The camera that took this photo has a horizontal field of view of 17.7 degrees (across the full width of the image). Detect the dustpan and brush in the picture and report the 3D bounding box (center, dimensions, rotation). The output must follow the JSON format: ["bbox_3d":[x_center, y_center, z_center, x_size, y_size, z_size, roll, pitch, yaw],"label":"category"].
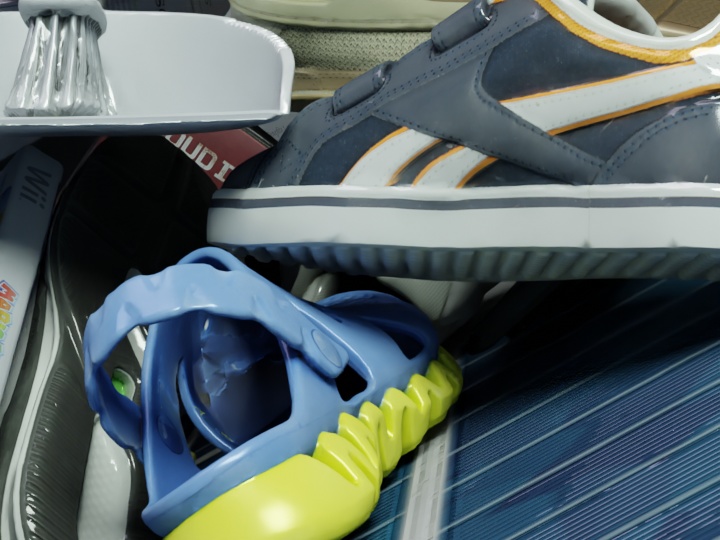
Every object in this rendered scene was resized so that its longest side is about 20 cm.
[{"bbox_3d":[-0.093,-0.071,0.738,0.138,0.058,0.200,-1,2,-4],"label":"dustpan and brush"}]

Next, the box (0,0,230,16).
[{"bbox_3d":[-0.147,-0.113,0.961,0.198,0.037,0.145,-6,22,11],"label":"box"}]

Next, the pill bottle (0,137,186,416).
[{"bbox_3d":[-0.151,-0.014,1.068,0.113,0.201,0.114,-29,6,3],"label":"pill bottle"}]

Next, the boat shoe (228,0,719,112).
[{"bbox_3d":[0.051,-0.069,0.723,0.198,0.065,0.072,8,33,20],"label":"boat shoe"}]

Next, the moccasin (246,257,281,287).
[{"bbox_3d":[0.003,-0.020,1.028,0.068,0.081,0.200,-17,-15,-33],"label":"moccasin"}]

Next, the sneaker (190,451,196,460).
[{"bbox_3d":[-0.158,0.091,0.813,0.199,0.083,0.074,-32,7,-2],"label":"sneaker"}]

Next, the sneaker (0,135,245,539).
[{"bbox_3d":[-0.107,0.044,0.744,0.115,0.076,0.201,-32,31,34],"label":"sneaker"}]

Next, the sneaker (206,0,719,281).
[{"bbox_3d":[0.042,-0.038,0.656,0.199,0.080,0.078,-1,-8,36],"label":"sneaker"}]

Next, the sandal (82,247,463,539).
[{"bbox_3d":[-0.026,0.028,0.672,0.079,0.087,0.200,-32,2,11],"label":"sandal"}]

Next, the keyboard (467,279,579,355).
[{"bbox_3d":[0.101,-0.021,0.784,0.104,0.040,0.200,-49,-3,22],"label":"keyboard"}]

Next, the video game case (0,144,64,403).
[{"bbox_3d":[-0.147,0.068,0.692,0.143,0.018,0.201,-45,24,32],"label":"video game case"}]

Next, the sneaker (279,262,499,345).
[{"bbox_3d":[0.000,0.000,0.854,0.100,0.078,0.200,-50,5,-22],"label":"sneaker"}]

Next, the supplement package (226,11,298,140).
[{"bbox_3d":[-0.002,-0.119,1.222,0.117,0.201,0.117,-33,7,-30],"label":"supplement package"}]

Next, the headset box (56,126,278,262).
[{"bbox_3d":[-0.097,0.001,0.938,0.201,0.077,0.149,-56,6,3],"label":"headset box"}]
